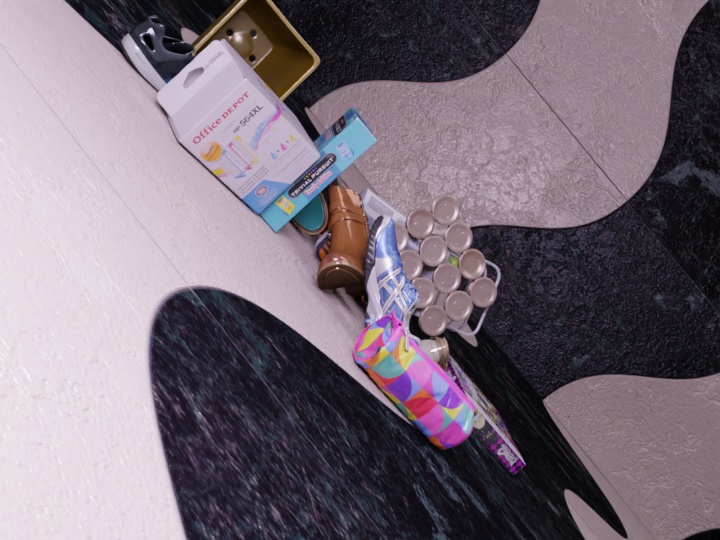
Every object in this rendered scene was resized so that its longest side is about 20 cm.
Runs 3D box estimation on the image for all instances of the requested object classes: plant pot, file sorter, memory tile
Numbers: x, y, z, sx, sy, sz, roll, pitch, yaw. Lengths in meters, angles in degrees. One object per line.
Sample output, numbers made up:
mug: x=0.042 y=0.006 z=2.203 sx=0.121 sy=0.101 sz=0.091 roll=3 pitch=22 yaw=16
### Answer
plant pot: x=-0.229 y=-0.441 z=2.001 sx=0.196 sy=0.194 sz=0.200 roll=46 pitch=2 yaw=-26
file sorter: x=0.134 y=0.022 z=1.743 sx=0.123 sy=0.141 sz=0.199 roll=25 pitch=-2 yaw=-22
memory tile: x=0.128 y=-0.009 z=1.618 sx=0.203 sy=0.151 sz=0.017 roll=64 pitch=-14 yaw=-9

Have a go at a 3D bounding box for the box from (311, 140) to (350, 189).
box: x=-0.105 y=-0.185 z=1.827 sx=0.201 sy=0.094 sz=0.078 roll=53 pitch=7 yaw=10

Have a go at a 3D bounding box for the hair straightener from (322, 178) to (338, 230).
hair straightener: x=-0.068 y=-0.127 z=1.700 sx=0.201 sy=0.075 sz=0.042 roll=71 pitch=30 yaw=-59

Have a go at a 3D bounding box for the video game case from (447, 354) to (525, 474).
video game case: x=0.214 y=0.255 z=1.814 sx=0.182 sy=0.036 sz=0.200 roll=50 pitch=7 yaw=-19

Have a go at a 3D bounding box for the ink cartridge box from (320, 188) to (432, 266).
ink cartridge box: x=0.018 y=-0.046 z=1.694 sx=0.159 sy=0.048 sz=0.199 roll=34 pitch=-32 yaw=-17

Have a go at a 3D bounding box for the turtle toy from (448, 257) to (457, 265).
turtle toy: x=0.294 y=-0.043 z=3.401 sx=0.200 sy=0.143 sz=0.103 roll=-90 pitch=160 yaw=-77

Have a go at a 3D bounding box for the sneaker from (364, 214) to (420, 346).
sneaker: x=0.046 y=0.022 z=1.414 sx=0.076 sy=0.075 sz=0.205 roll=-4 pitch=92 yaw=-79

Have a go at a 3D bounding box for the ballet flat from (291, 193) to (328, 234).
ballet flat: x=-0.108 y=-0.129 z=1.662 sx=0.201 sy=0.068 sz=0.063 roll=56 pitch=-5 yaw=27

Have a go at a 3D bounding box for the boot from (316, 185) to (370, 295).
boot: x=-0.022 y=-0.052 z=1.472 sx=0.199 sy=0.075 sz=0.159 roll=18 pitch=63 yaw=-67

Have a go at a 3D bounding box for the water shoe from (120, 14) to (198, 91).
water shoe: x=-0.260 y=-0.287 z=1.448 sx=0.200 sy=0.079 sz=0.072 roll=41 pitch=11 yaw=-51

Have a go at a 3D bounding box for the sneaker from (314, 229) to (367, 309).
sneaker: x=0.000 y=0.000 z=1.618 sx=0.113 sy=0.077 sz=0.200 roll=53 pitch=8 yaw=26

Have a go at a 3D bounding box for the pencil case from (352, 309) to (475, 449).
pencil case: x=0.074 y=0.149 z=1.328 sx=0.200 sy=0.088 sz=0.089 roll=48 pitch=8 yaw=-22

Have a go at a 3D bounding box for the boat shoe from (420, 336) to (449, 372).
boat shoe: x=0.119 y=0.143 z=1.596 sx=0.200 sy=0.062 sz=0.075 roll=33 pitch=39 yaw=-80

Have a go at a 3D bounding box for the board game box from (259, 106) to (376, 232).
board game box: x=-0.068 y=-0.156 z=1.499 sx=0.047 sy=0.199 sz=0.151 roll=46 pitch=8 yaw=-14

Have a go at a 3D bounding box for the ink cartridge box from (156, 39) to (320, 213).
ink cartridge box: x=-0.175 y=-0.206 z=1.381 sx=0.200 sy=0.128 sz=0.126 roll=42 pitch=11 yaw=-42
